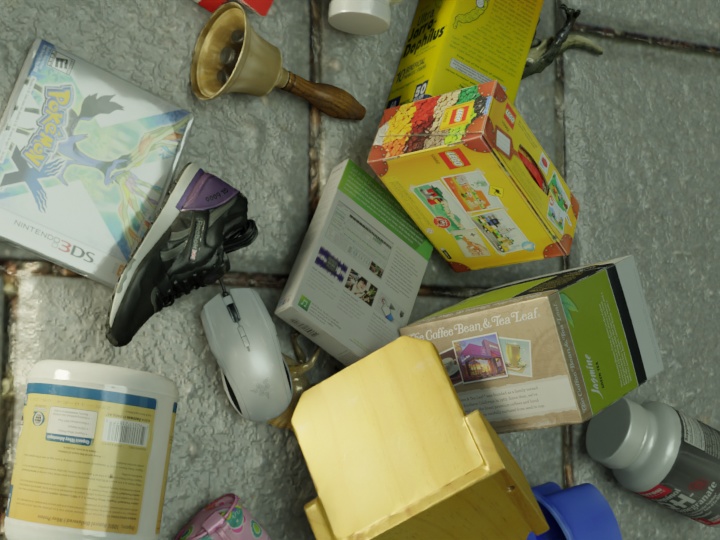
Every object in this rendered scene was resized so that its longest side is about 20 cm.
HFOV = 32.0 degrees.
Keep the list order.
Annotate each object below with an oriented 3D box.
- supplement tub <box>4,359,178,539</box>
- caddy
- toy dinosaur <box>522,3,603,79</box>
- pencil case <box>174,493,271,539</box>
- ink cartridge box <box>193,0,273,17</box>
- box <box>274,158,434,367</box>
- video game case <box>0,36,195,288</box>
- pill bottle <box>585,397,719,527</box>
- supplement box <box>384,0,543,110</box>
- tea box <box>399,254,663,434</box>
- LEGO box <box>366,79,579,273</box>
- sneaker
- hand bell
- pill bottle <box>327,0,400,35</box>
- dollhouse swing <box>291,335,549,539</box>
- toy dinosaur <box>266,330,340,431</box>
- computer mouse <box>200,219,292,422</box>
[{"bbox_3d":[-0.252,0.193,1.174,0.143,0.144,0.204,12,79,-25],"label":"supplement tub"},{"bbox_3d":[0.219,0.330,1.401,0.104,0.141,0.203,-18,92,-30],"label":"caddy"},{"bbox_3d":[0.223,-0.274,1.513,0.198,0.047,0.089,-25,137,-29],"label":"toy dinosaur"},{"bbox_3d":[-0.105,0.326,1.269,0.087,0.087,0.202,-36,100,-25],"label":"pencil case"},{"bbox_3d":[-0.170,-0.357,1.320,0.199,0.067,0.117,32,72,-20],"label":"ink cartridge box"},{"bbox_3d":[0.000,0.000,1.353,0.144,0.036,0.202,38,56,-24],"label":"box"},{"bbox_3d":[-0.279,-0.104,1.262,0.180,0.022,0.203,24,74,-23],"label":"video game case"},{"bbox_3d":[0.370,0.224,1.506,0.198,0.110,0.112,26,73,-22],"label":"pill bottle"},{"bbox_3d":[0.117,-0.242,1.430,0.108,0.108,0.203,24,74,-22],"label":"supplement box"},{"bbox_3d":[0.184,0.083,1.347,0.195,0.198,0.136,-18,93,-48],"label":"tea box"},{"bbox_3d":[0.124,-0.095,1.355,0.200,0.147,0.078,49,46,-37],"label":"LEGO box"},{"bbox_3d":[-0.176,-0.006,1.238,0.087,0.076,0.202,27,71,0],"label":"sneaker"},{"bbox_3d":[-0.073,-0.203,1.356,0.198,0.103,0.106,17,77,-36],"label":"hand bell"},{"bbox_3d":[0.008,-0.368,1.388,0.109,0.110,0.204,11,80,-25],"label":"pill bottle"},{"bbox_3d":[0.051,0.205,1.283,0.198,0.177,0.182,-30,133,8],"label":"dollhouse swing"},{"bbox_3d":[-0.057,0.140,1.340,0.100,0.058,0.202,-26,89,-12],"label":"toy dinosaur"},{"bbox_3d":[-0.123,0.056,1.287,0.108,0.044,0.203,-22,86,-12],"label":"computer mouse"}]
